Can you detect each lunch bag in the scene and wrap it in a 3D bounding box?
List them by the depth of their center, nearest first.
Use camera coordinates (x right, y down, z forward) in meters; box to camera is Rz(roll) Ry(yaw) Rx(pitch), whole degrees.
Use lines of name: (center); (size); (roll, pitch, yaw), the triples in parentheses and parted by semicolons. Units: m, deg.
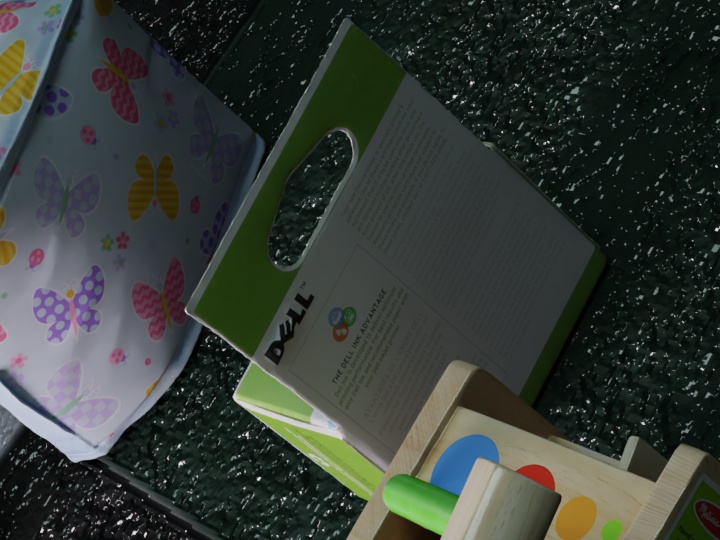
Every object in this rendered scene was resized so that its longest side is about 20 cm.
lunch bag: (-0.163, -0.026, 1.296); (0.127, 0.170, 0.201); (-6, 57, 38)

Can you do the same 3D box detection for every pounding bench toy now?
pounding bench toy: (0.058, 0.110, 0.959); (0.156, 0.200, 0.125); (21, 75, 48)

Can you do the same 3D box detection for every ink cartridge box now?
ink cartridge box: (0.000, 0.000, 1.099); (0.076, 0.200, 0.148); (13, 69, 47)
